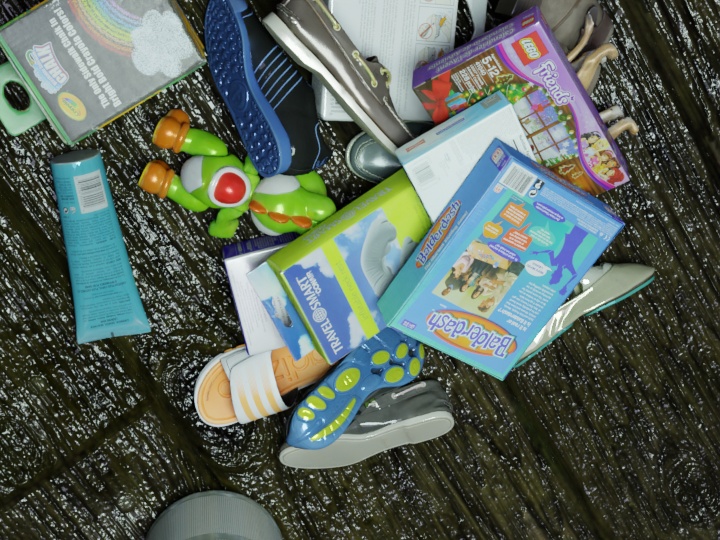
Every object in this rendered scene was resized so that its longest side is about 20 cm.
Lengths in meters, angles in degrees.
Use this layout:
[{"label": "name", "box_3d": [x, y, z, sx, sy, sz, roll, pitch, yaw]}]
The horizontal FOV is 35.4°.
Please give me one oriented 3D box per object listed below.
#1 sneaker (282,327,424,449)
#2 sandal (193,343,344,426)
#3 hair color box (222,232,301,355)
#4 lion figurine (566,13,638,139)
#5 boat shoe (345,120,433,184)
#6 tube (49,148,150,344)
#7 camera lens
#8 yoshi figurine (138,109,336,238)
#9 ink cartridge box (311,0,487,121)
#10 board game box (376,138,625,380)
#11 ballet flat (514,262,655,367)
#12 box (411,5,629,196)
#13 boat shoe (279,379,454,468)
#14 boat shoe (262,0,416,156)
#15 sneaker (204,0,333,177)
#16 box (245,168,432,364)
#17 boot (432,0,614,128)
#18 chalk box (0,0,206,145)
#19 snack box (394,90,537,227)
[{"label": "sneaker", "box_3d": [-0.010, 0.121, 1.202, 0.199, 0.083, 0.071, -38, 95, -32]}, {"label": "sandal", "box_3d": [-0.084, 0.109, 1.215, 0.205, 0.059, 0.080, -24, 106, -2]}, {"label": "hair color box", "box_3d": [-0.037, 0.007, 1.195, 0.198, 0.065, 0.110, -14, 106, -4]}, {"label": "lion figurine", "box_3d": [0.212, -0.156, 1.154, 0.122, 0.073, 0.201, -28, 129, 3]}, {"label": "boat shoe", "box_3d": [0.085, -0.115, 1.184, 0.198, 0.062, 0.073, 5, 104, -10]}, {"label": "tube", "box_3d": [-0.273, -0.021, 1.163, 0.077, 0.050, 0.202, -8, 110, -2]}, {"label": "camera lens", "box_3d": [-0.153, 0.338, 1.189, 0.158, 0.200, 0.161, -2, 105, -8]}, {"label": "yoshi figurine", "box_3d": [-0.117, -0.089, 1.158, 0.199, 0.113, 0.113, 22, 59, 0]}, {"label": "ink cartridge box", "box_3d": [0.042, -0.253, 1.153, 0.172, 0.044, 0.202, -1, 105, -22]}, {"label": "board game box", "box_3d": [0.133, -0.006, 1.081, 0.151, 0.045, 0.201, 26, 109, -28]}, {"label": "ballet flat", "box_3d": [0.229, 0.032, 1.246, 0.199, 0.069, 0.070, -33, 107, 0]}, {"label": "box", "box_3d": [0.157, -0.141, 1.100, 0.136, 0.039, 0.200, -25, 122, 22]}, {"label": "boat shoe", "box_3d": [0.005, 0.171, 1.255, 0.198, 0.057, 0.067, -13, 142, -2]}, {"label": "boat shoe", "box_3d": [-0.007, -0.189, 1.092, 0.060, 0.072, 0.200, -46, 110, 0]}, {"label": "sneaker", "box_3d": [-0.092, -0.186, 1.124, 0.077, 0.070, 0.202, -11, 77, -41]}, {"label": "box", "box_3d": [0.000, 0.000, 1.123, 0.199, 0.048, 0.122, -34, 119, -12]}, {"label": "boot", "box_3d": [0.176, -0.202, 1.164, 0.145, 0.070, 0.201, 18, 111, -36]}, {"label": "chalk box", "box_3d": [-0.261, -0.206, 1.077, 0.199, 0.124, 0.125, -30, 107, 1]}, {"label": "snack box", "box_3d": [0.127, -0.061, 1.096, 0.116, 0.037, 0.201, -29, 123, 2]}]
